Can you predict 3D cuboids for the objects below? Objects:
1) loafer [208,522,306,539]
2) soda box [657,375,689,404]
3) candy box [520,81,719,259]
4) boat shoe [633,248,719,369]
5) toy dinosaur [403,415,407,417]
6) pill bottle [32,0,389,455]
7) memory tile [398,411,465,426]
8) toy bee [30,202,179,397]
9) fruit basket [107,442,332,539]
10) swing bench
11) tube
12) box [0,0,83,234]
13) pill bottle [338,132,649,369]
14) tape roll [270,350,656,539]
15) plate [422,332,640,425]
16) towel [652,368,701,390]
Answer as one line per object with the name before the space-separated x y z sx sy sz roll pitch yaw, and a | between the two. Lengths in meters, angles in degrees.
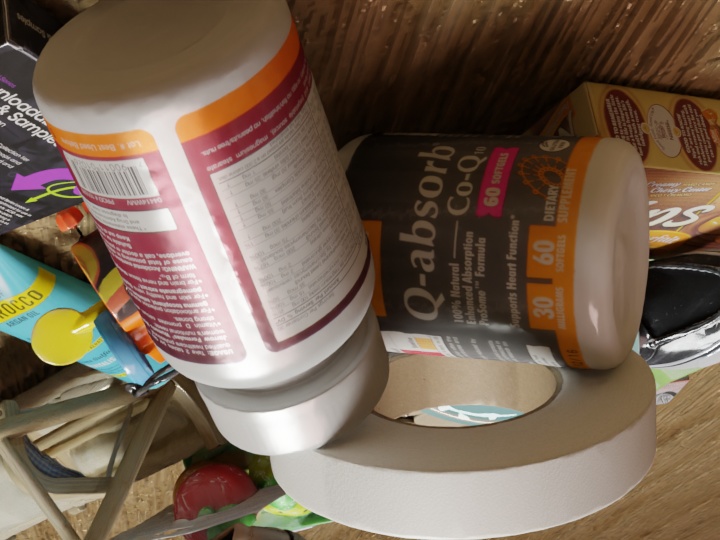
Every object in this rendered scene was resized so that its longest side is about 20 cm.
loafer | -0.121 0.222 0.923 0.063 0.072 0.199 33 132 -30
soda box | 0.174 0.090 1.123 0.198 0.064 0.068 -7 158 -7
candy box | 0.183 -0.053 0.784 0.198 0.056 0.115 3 155 -30
boat shoe | 0.163 0.028 0.828 0.067 0.072 0.199 9 165 -42
toy dinosaur | -0.058 0.051 0.812 0.086 0.200 0.136 -48 128 -11
pill bottle | -0.055 -0.020 0.573 0.109 0.110 0.201 -13 127 8
memory tile | 0.049 0.099 0.973 0.152 0.017 0.199 -18 153 34
toy bee | -0.125 0.002 0.751 0.131 0.109 0.200 -35 -176 -27
fruit basket | -0.096 0.182 1.008 0.184 0.094 0.200 -20 -176 27
swing bench | -0.241 0.152 0.966 0.198 0.130 0.200 -29 -171 36
tube | -0.192 0.026 0.829 0.077 0.051 0.200 -28 148 22
box | -0.201 -0.058 0.625 0.199 0.036 0.143 -17 158 20
pill bottle | 0.044 -0.013 0.682 0.198 0.117 0.116 3 164 22
tape roll | 0.050 0.072 0.667 0.201 0.037 0.203 -5 -162 1
plate | 0.073 0.046 0.813 0.198 0.026 0.201 9 138 8
towel | 0.178 0.047 0.966 0.149 0.031 0.199 -35 133 26
